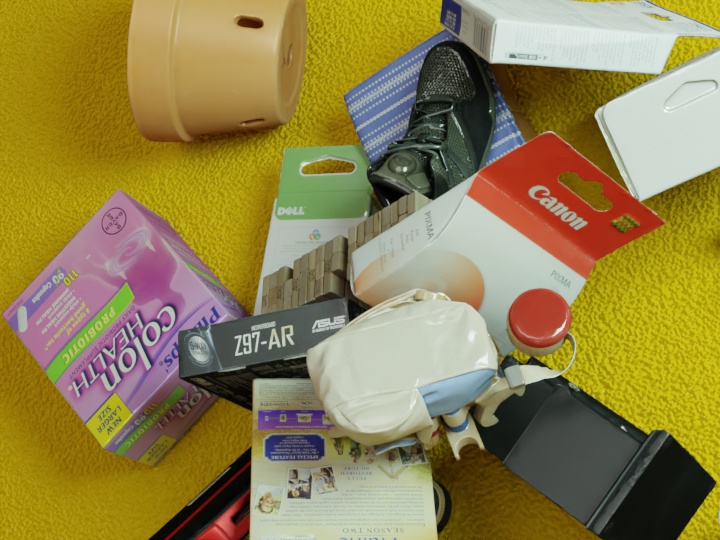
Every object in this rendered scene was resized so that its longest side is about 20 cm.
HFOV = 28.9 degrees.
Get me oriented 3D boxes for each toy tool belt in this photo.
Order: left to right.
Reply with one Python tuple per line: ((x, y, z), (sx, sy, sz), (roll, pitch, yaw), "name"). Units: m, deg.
((0.064, 0.078, 1.065), (0.199, 0.123, 0.125), (-17, 63, -1), "toy tool belt")

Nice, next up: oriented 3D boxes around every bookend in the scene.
((0.162, 0.134, 1.120), (0.200, 0.199, 0.092), (35, 88, 31), "bookend")

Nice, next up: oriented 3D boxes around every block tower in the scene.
((0.000, 0.000, 1.187), (0.200, 0.054, 0.058), (-27, 50, 38), "block tower")

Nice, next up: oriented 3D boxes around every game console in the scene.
((-0.100, 0.190, 1.211), (0.200, 0.177, 0.031), (-40, 95, -29), "game console")

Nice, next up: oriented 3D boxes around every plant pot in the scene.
((-0.134, -0.220, 1.391), (0.140, 0.200, 0.201), (8, 75, 8), "plant pot")

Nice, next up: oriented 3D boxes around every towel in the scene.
((0.078, -0.114, 1.287), (0.145, 0.024, 0.200), (-30, 69, 20), "towel")

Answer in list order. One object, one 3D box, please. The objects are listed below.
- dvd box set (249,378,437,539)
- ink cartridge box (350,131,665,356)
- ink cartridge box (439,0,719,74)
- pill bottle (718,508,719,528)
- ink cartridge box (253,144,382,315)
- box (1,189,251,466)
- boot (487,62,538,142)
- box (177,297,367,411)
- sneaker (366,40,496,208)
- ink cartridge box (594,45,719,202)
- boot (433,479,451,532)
((-0.015, 0.170, 1.101), (0.146, 0.029, 0.200), (0, 46, -4), "dvd box set")
((0.117, -0.008, 1.087), (0.200, 0.162, 0.050), (-30, 46, 32), "ink cartridge box")
((0.185, -0.206, 1.202), (0.199, 0.200, 0.041), (2, 108, -9), "ink cartridge box")
((0.380, 0.199, 1.049), (0.200, 0.116, 0.117), (-19, 66, 17), "pill bottle")
((-0.033, -0.017, 1.336), (0.104, 0.059, 0.201), (0, 68, 24), "ink cartridge box")
((-0.222, 0.056, 1.376), (0.176, 0.097, 0.200), (-46, 62, 3), "box")
((0.131, -0.157, 1.316), (0.144, 0.071, 0.201), (42, 96, 24), "boot")
((-0.044, 0.084, 1.228), (0.160, 0.200, 0.044), (-12, 69, 20), "box")
((0.063, -0.113, 1.218), (0.076, 0.114, 0.200), (5, 82, 27), "sneaker")
((0.277, -0.129, 1.153), (0.145, 0.200, 0.088), (-25, 90, 13), "ink cartridge box")
((-0.036, 0.190, 1.224), (0.199, 0.138, 0.078), (-7, 70, 23), "boot")
